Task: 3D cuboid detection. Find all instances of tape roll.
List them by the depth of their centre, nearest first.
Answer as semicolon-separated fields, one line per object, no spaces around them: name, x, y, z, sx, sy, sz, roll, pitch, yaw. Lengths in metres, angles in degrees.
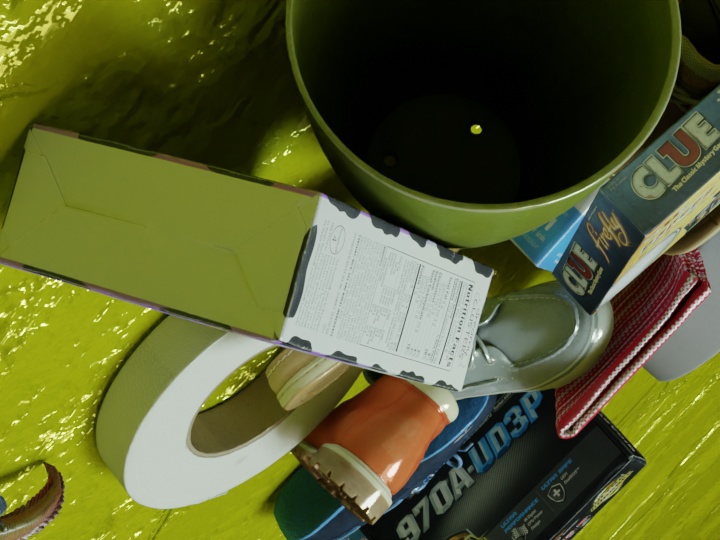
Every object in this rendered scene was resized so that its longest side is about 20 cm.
tape roll;-0.075;0.071;1.096;0.202;0.037;0.203;-33;154;-19
tape roll;0.267;-0.013;1.303;0.200;0.066;0.200;-49;-175;6

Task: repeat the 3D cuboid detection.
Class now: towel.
towel;0.182;0.033;1.203;0.145;0.022;0.200;-50;-175;15

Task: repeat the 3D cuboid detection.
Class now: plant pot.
plant pot;0.054;-0.087;0.900;0.187;0.187;0.200;-36;167;-12

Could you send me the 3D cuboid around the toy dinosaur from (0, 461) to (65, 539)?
toy dinosaur;-0.272;0.197;0.972;0.181;0.105;0.200;-27;171;17

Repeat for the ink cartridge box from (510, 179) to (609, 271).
ink cartridge box;0.185;-0.092;1.150;0.200;0.085;0.144;-50;153;15

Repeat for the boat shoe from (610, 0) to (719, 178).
boat shoe;0.181;-0.125;0.946;0.074;0.075;0.200;-76;-173;-53

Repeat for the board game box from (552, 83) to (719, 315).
board game box;0.195;-0.069;0.919;0.200;0.035;0.136;-40;169;-15

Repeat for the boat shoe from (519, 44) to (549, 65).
boat shoe;0.130;-0.201;0.935;0.068;0.072;0.201;3;121;-50

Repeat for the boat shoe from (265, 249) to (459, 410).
boat shoe;0.000;0.000;1.018;0.200;0.069;0.074;-46;179;-35

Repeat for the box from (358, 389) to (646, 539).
box;0.095;0.157;1.325;0.200;0.159;0.046;-46;155;10

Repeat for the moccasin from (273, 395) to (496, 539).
moccasin;0.022;0.135;1.300;0.200;0.081;0.068;-35;150;18

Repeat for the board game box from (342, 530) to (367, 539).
board game box;0.008;0.272;1.512;0.151;0.047;0.200;-34;153;-15

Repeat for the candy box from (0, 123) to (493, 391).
candy box;-0.051;-0.003;0.857;0.200;0.167;0.072;20;85;-62

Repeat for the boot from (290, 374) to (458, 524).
boot;0.012;0.113;1.187;0.107;0.075;0.200;-49;-173;-10

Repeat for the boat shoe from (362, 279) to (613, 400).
boat shoe;0.081;0.054;1.177;0.071;0.070;0.200;3;164;-43

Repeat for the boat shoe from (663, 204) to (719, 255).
boat shoe;0.247;-0.093;1.065;0.072;0.072;0.201;5;121;-52
